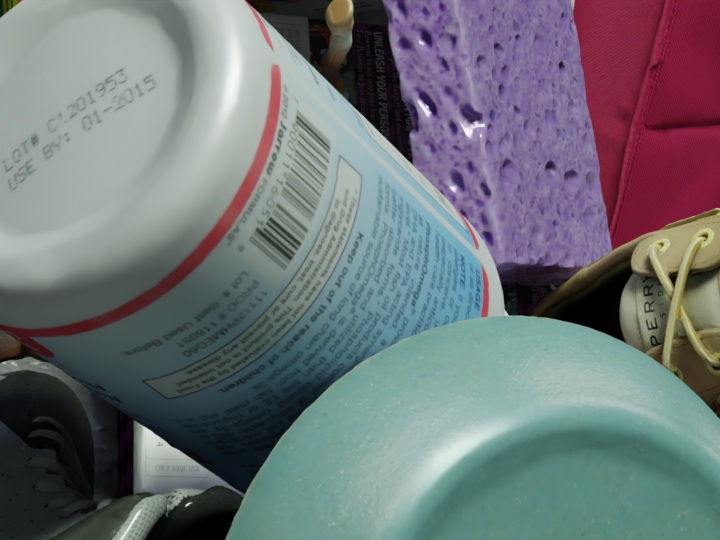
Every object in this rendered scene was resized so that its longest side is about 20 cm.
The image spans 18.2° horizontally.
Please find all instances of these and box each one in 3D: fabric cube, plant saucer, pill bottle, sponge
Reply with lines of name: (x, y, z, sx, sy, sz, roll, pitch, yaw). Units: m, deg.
fabric cube: (0.114, -0.102, 1.076, 0.196, 0.200, 0.199, 28, 22, 37)
plant saucer: (0.054, 0.111, 0.609, 0.200, 0.201, 0.036, 7, -9, -29)
pill bottle: (-0.027, 0.004, 0.652, 0.109, 0.109, 0.200, 44, 1, 43)
sponge: (0.042, -0.095, 0.786, 0.030, 0.200, 0.112, -13, -6, 27)

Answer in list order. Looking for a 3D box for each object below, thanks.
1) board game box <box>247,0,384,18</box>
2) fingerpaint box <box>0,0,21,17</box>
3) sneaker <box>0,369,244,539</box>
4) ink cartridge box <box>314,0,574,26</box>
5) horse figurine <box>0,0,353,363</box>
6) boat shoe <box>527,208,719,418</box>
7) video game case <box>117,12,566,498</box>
board game box: (-0.055, -0.146, 0.876, 0.200, 0.045, 0.134, -4, -23, 30)
fingerpaint box: (-0.254, -0.137, 0.969, 0.200, 0.073, 0.167, 23, 1, 6)
sneaker: (-0.075, 0.080, 0.644, 0.075, 0.115, 0.200, 57, 20, -24)
ink cartridge box: (-0.015, -0.095, 0.992, 0.200, 0.147, 0.086, 18, 16, 32)
horse figurine: (-0.065, -0.012, 0.736, 0.200, 0.133, 0.050, -24, 59, -16)
boat shoe: (0.114, 0.018, 0.726, 0.066, 0.074, 0.200, 1, -15, -22)
video game case: (0.000, 0.000, 0.830, 0.181, 0.036, 0.200, 4, 63, -16)
